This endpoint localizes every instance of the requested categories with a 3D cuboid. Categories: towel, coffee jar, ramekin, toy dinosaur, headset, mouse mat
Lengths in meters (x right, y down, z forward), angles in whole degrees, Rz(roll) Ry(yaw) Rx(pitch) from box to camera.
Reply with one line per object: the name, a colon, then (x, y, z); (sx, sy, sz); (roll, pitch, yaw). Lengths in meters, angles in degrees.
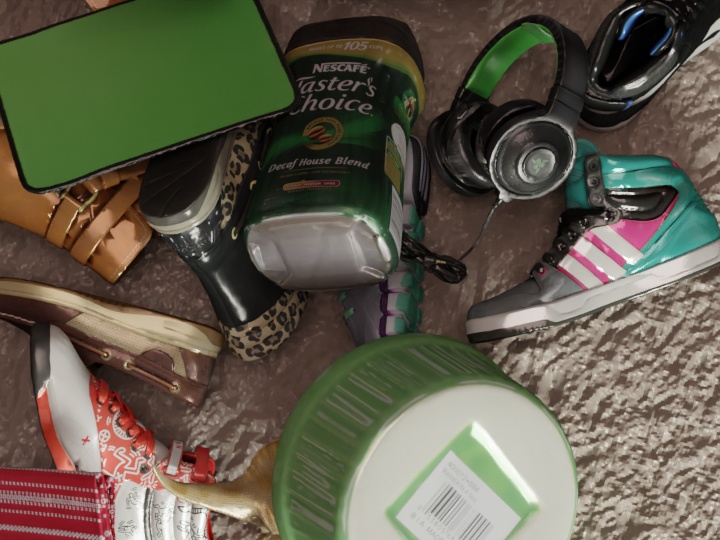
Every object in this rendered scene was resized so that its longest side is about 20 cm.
towel: (-0.213, 0.233, 1.243); (0.144, 0.022, 0.201); (-2, 97, 36)
coffee jar: (-0.014, -0.086, 1.244); (0.104, 0.086, 0.201); (-5, 49, 17)
ramekin: (0.049, 0.149, 1.214); (0.199, 0.098, 0.201); (-5, 101, -23)
toy dinosaur: (-0.062, 0.169, 1.265); (0.199, 0.058, 0.102); (-2, 85, -30)
headset: (0.087, -0.089, 1.264); (0.094, 0.123, 0.201); (23, 82, -30)
mouse mat: (-0.154, -0.135, 1.254); (0.199, 0.008, 0.161); (-19, 50, -6)

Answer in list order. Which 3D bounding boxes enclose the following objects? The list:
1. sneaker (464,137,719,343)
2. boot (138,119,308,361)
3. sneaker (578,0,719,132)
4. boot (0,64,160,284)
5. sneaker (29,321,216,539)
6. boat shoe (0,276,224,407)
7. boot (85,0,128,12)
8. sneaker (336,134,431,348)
sneaker: (0.153, -0.030, 1.282); (0.199, 0.084, 0.121); (-20, 87, -8)
boot: (-0.084, -0.052, 1.292); (0.073, 0.154, 0.204); (-8, 39, 23)
sneaker: (0.227, -0.188, 1.287); (0.073, 0.112, 0.200); (37, 85, 5)
boot: (-0.230, -0.045, 1.297); (0.200, 0.077, 0.155); (-42, 90, -20)
sneaker: (-0.161, 0.121, 1.263); (0.107, 0.067, 0.203); (-12, 106, -2)
boat shoe: (-0.200, 0.053, 1.295); (0.199, 0.072, 0.072); (14, 87, 2)
boot: (-0.177, -0.282, 1.342); (0.155, 0.077, 0.200); (-39, 88, 2)
sneaker: (0.000, 0.000, 1.300); (0.087, 0.074, 0.201); (2, 72, 12)
